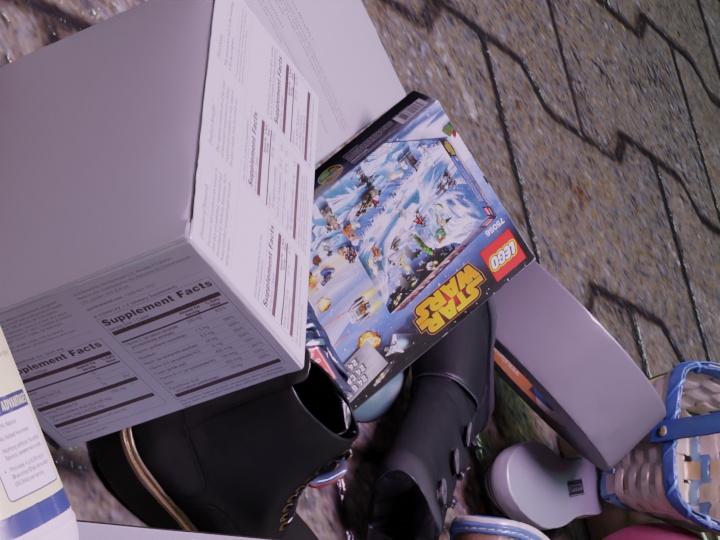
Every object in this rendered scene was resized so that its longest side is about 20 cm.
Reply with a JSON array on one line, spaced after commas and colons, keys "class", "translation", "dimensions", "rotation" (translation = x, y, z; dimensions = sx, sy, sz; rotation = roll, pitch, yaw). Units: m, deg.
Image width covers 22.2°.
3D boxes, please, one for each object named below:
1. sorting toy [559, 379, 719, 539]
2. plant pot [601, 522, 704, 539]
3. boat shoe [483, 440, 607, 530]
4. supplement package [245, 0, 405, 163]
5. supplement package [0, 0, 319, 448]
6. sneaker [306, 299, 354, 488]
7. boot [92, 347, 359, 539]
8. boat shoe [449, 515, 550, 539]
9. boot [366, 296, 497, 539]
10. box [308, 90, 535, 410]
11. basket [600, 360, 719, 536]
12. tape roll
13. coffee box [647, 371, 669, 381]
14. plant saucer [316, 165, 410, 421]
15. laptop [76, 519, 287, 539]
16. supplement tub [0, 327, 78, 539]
[{"class": "sorting toy", "translation": [0.296, 0.200, 1.632], "dimensions": [0.036, 0.199, 0.186], "rotation": [70, 2, -82]}, {"class": "plant pot", "translation": [0.246, 0.305, 1.459], "dimensions": [0.200, 0.199, 0.179], "rotation": [55, 13, -29]}, {"class": "boat shoe", "translation": [0.140, 0.178, 1.480], "dimensions": [0.200, 0.056, 0.069], "rotation": [16, 65, -60]}, {"class": "supplement package", "translation": [-0.069, -0.122, 1.204], "dimensions": [0.117, 0.117, 0.200], "rotation": [63, 25, -8]}, {"class": "supplement package", "translation": [-0.118, -0.033, 0.982], "dimensions": [0.111, 0.155, 0.201], "rotation": [51, 29, -40]}, {"class": "sneaker", "translation": [-0.045, 0.040, 1.089], "dimensions": [0.075, 0.084, 0.201], "rotation": [-27, 120, -24]}, {"class": "boot", "translation": [-0.039, 0.125, 1.044], "dimensions": [0.200, 0.138, 0.078], "rotation": [44, 34, -44]}, {"class": "boat shoe", "translation": [0.101, 0.234, 1.285], "dimensions": [0.200, 0.072, 0.073], "rotation": [66, 33, -56]}, {"class": "boot", "translation": [0.043, 0.095, 1.283], "dimensions": [0.200, 0.065, 0.166], "rotation": [-56, 138, -54]}, {"class": "box", "translation": [0.000, 0.000, 1.176], "dimensions": [0.137, 0.200, 0.040], "rotation": [56, -10, -27]}, {"class": "basket", "translation": [0.305, 0.147, 1.501], "dimensions": [0.176, 0.199, 0.140], "rotation": [23, 69, -40]}, {"class": "tape roll", "translation": [0.148, 0.065, 1.448], "dimensions": [0.200, 0.066, 0.200], "rotation": [46, -5, 5]}, {"class": "coffee box", "translation": [0.286, 0.198, 1.694], "dimensions": [0.044, 0.123, 0.201], "rotation": [-3, 74, -62]}, {"class": "plant saucer", "translation": [-0.012, 0.010, 1.331], "dimensions": [0.200, 0.027, 0.201], "rotation": [47, 32, -42]}, {"class": "laptop", "translation": [-0.031, 0.176, 0.901], "dimensions": [0.186, 0.116, 0.201], "rotation": [10, 39, -28]}, {"class": "supplement tub", "translation": [-0.211, 0.050, 0.733], "dimensions": [0.145, 0.144, 0.201], "rotation": [-23, 92, -66]}]
